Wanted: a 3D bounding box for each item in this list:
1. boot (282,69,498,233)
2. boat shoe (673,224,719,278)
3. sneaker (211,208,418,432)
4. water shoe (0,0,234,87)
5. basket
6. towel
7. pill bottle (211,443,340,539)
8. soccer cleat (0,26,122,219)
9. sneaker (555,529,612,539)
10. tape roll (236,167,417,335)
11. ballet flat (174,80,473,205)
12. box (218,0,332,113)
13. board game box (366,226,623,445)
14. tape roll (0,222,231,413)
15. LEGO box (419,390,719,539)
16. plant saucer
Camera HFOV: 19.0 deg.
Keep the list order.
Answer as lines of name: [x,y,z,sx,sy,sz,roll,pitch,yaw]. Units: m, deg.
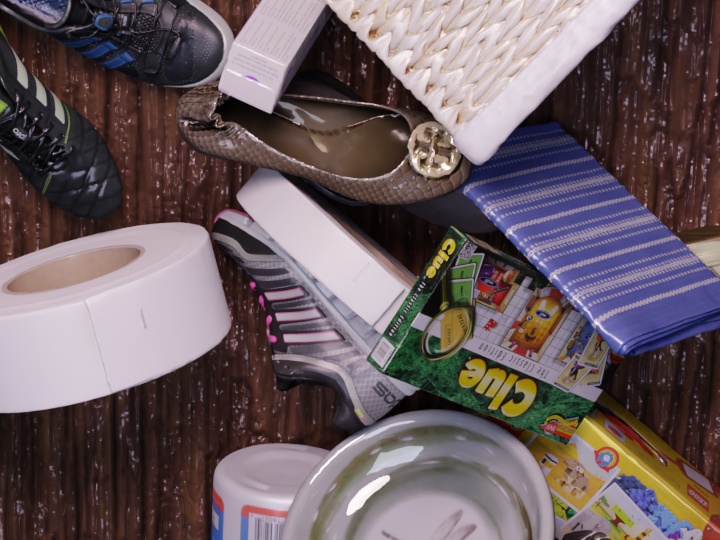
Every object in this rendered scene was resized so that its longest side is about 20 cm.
boot: [0.017,-0.067,1.493,0.199,0.132,0.070,23,108,1]
boat shoe: [0.180,0.019,1.528,0.199,0.073,0.064,-14,100,5]
sneaker: [-0.045,0.040,1.540,0.200,0.074,0.088,42,93,13]
water shoe: [-0.188,-0.176,1.518,0.199,0.079,0.072,21,109,2]
basket: [0.099,-0.203,1.409,0.161,0.198,0.200,42,108,-1]
towel: [0.151,-0.022,1.443,0.200,0.144,0.024,47,127,25]
pill bottle: [-0.058,0.241,1.608,0.111,0.112,0.202,6,108,7]
soccer cleat: [-0.249,-0.112,1.546,0.067,0.081,0.200,-36,99,17]
sneaker: [0.099,0.257,1.527,0.199,0.079,0.090,-18,103,15]
tape roll: [0.000,0.000,1.478,0.203,0.203,0.037,41,94,-5]
ballet flat: [-0.024,-0.089,1.400,0.198,0.046,0.068,12,69,2]
box: [-0.045,-0.172,1.435,0.041,0.200,0.039,22,125,1]
board game box: [0.101,0.047,1.431,0.199,0.023,0.105,22,106,-43]
tape roll: [-0.194,0.031,1.518,0.201,0.203,0.071,-11,104,11]
LEGO box: [0.151,0.169,1.573,0.200,0.077,0.149,39,109,-4]
plant saucer: [0.043,0.195,1.491,0.199,0.201,0.050,-13,144,12]
